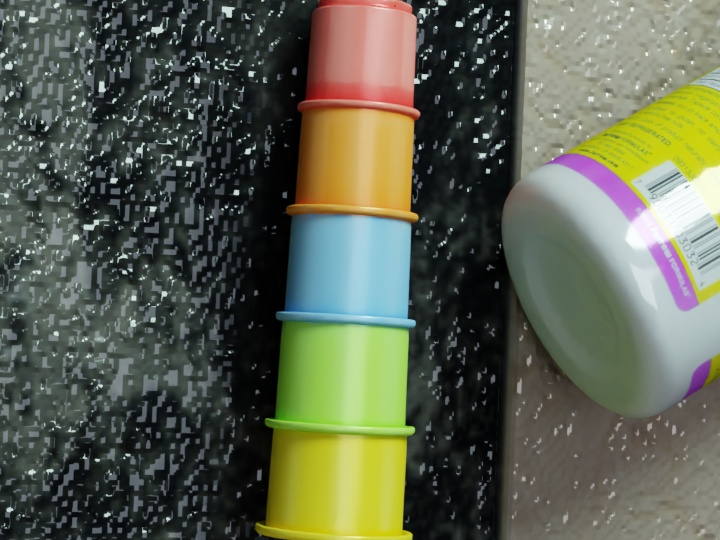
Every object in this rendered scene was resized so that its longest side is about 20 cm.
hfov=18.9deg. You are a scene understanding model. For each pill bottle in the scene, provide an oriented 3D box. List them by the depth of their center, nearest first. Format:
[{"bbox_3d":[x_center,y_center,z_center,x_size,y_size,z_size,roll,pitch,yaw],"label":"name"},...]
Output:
[{"bbox_3d":[0.161,-0.032,0.848,0.199,0.104,0.105,-29,101,-19],"label":"pill bottle"}]

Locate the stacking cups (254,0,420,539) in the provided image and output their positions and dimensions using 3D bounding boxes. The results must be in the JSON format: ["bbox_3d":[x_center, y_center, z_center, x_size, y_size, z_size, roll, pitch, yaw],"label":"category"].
[{"bbox_3d":[0.000,0.000,0.810,0.060,0.060,0.202,7,88,-21],"label":"stacking cups"}]
